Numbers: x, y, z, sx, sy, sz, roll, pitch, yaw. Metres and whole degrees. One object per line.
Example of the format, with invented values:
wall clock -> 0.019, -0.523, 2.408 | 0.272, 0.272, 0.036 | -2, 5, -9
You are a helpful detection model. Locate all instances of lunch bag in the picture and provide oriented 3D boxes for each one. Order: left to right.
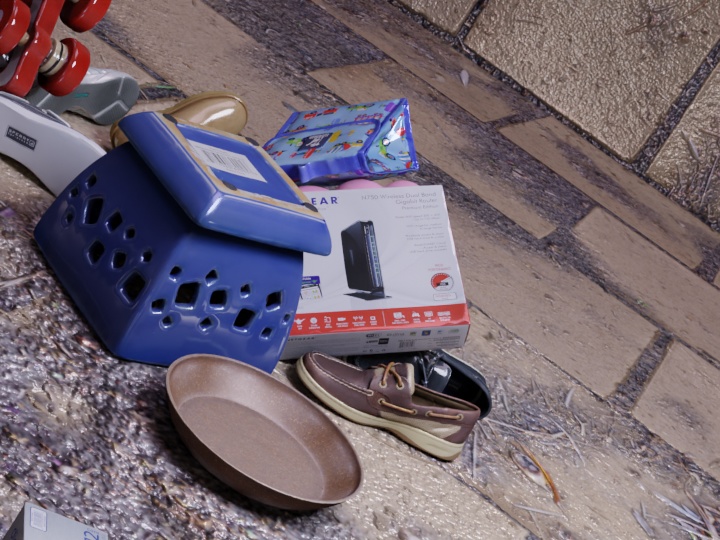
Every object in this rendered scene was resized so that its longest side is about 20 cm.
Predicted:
lunch bag -> -0.036, -0.130, 1.809 | 0.150, 0.094, 0.200 | -5, 15, 21

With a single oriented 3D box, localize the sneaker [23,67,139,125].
sneaker -> -0.340, -0.222, 1.835 | 0.080, 0.071, 0.200 | 39, 20, 26

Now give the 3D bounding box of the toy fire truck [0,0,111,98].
toy fire truck -> -0.381, -0.274, 1.728 | 0.168, 0.200, 0.112 | -5, -28, 43

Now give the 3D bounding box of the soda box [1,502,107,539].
soda box -> -0.194, 0.233, 0.944 | 0.063, 0.068, 0.200 | 26, 20, -22

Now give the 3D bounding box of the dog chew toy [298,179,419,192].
dog chew toy -> -0.009, -0.046, 1.747 | 0.200, 0.125, 0.125 | -15, 32, -7

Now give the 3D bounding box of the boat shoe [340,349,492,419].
boat shoe -> 0.065, 0.111, 1.658 | 0.200, 0.075, 0.062 | 26, 14, -34

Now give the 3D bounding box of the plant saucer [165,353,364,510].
plant saucer -> -0.091, 0.149, 1.369 | 0.200, 0.037, 0.200 | 30, 19, -11

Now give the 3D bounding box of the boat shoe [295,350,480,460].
boat shoe -> 0.031, 0.121, 1.577 | 0.200, 0.072, 0.072 | 28, 19, -14

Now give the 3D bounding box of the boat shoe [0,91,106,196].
boat shoe -> -0.328, -0.131, 1.639 | 0.200, 0.072, 0.068 | 27, 20, 6

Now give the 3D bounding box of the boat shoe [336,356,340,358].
boat shoe -> 0.001, 0.042, 1.734 | 0.072, 0.066, 0.200 | 38, 20, 15

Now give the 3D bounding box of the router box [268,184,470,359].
router box -> 0.000, 0.000, 1.621 | 0.199, 0.049, 0.180 | -4, 57, -9

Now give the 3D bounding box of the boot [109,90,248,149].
boot -> -0.192, -0.122, 1.754 | 0.175, 0.066, 0.200 | -18, 33, -8

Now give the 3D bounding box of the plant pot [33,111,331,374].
plant pot -> -0.160, -0.032, 1.482 | 0.200, 0.180, 0.200 | 13, 28, -46
